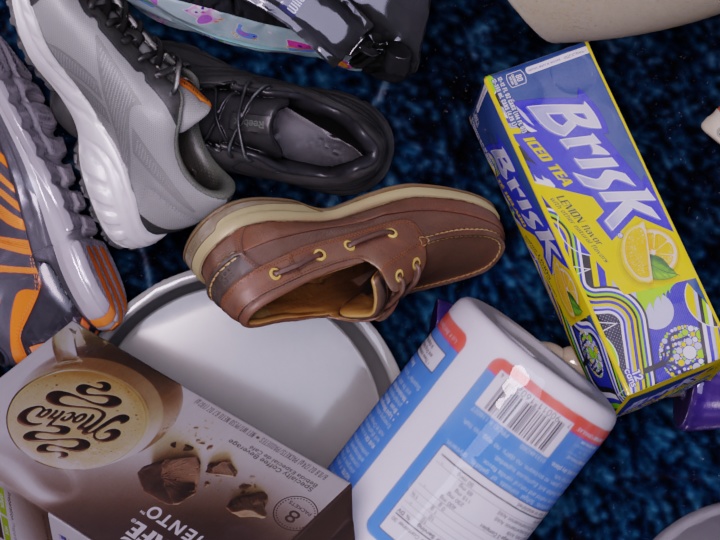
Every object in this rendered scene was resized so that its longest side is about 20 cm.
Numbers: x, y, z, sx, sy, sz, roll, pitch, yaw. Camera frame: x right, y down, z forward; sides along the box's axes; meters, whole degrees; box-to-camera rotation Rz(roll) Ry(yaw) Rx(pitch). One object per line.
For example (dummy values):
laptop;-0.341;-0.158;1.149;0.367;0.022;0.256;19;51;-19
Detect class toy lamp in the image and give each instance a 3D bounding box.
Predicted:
toy lamp;0.138;0.058;1.296;0.200;0.058;0.058;9;91;-2

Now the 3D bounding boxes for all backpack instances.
backpack;-0.056;-0.189;1.238;0.200;0.127;0.167;10;79;-2

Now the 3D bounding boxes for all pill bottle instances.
pill bottle;0.039;0.123;1.220;0.112;0.112;0.200;37;97;-4

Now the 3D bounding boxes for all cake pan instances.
cake pan;-0.070;0.095;1.289;0.200;0.037;0.201;0;92;-4

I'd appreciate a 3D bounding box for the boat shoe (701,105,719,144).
boat shoe;0.283;-0.031;1.296;0.063;0.071;0.200;-40;92;4

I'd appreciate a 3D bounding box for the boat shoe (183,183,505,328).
boat shoe;0.000;0.000;1.242;0.200;0.072;0.068;-5;51;-33

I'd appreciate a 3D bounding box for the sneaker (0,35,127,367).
sneaker;-0.219;-0.038;1.256;0.112;0.078;0.200;-24;81;10

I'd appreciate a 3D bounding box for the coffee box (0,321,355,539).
coffee box;-0.113;0.125;1.162;0.200;0.080;0.113;28;50;28

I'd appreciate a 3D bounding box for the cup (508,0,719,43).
cup;0.135;-0.207;1.232;0.143;0.200;0.200;-35;94;15

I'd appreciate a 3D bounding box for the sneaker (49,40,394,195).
sneaker;-0.077;-0.089;1.257;0.200;0.091;0.076;8;93;-3

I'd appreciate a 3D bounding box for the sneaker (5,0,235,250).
sneaker;-0.127;-0.110;1.188;0.079;0.074;0.200;-14;115;20

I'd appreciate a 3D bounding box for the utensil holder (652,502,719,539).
utensil holder;0.239;0.224;1.235;0.170;0.200;0.170;0;92;-3

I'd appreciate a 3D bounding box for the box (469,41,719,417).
box;0.133;-0.023;1.257;0.070;0.064;0.200;-20;75;-12
